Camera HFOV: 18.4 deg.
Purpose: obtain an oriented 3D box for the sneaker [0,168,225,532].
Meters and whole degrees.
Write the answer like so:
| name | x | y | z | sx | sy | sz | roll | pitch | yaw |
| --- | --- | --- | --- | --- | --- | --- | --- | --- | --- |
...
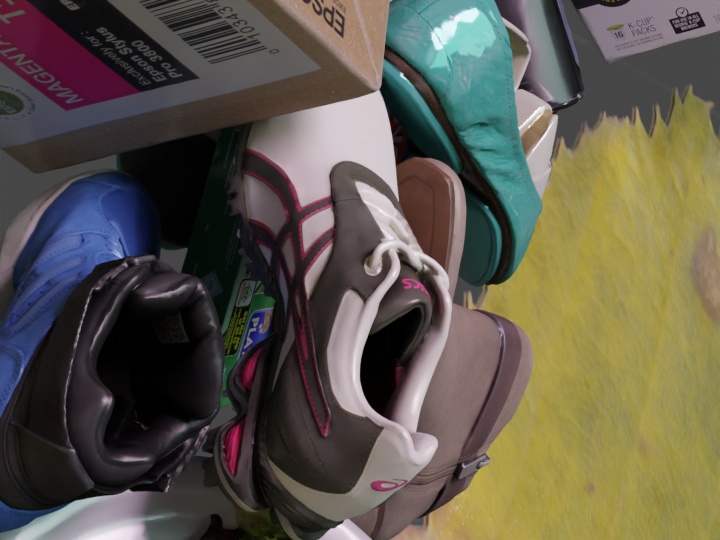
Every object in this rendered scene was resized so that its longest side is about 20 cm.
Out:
| name | x | y | z | sx | sy | sz | roll | pitch | yaw |
| --- | --- | --- | --- | --- | --- | --- | --- | --- | --- |
| sneaker | -0.087 | 0.020 | 0.813 | 0.077 | 0.111 | 0.200 | 64 | 30 | -22 |

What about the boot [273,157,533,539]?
| name | x | y | z | sx | sy | sz | roll | pitch | yaw |
| --- | --- | --- | --- | --- | --- | --- | --- | --- | --- |
| boot | 0.027 | 0.036 | 0.972 | 0.070 | 0.200 | 0.146 | 44 | 28 | 28 |

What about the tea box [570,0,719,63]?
| name | x | y | z | sx | sy | sz | roll | pitch | yaw |
| --- | --- | --- | --- | --- | --- | --- | --- | --- | --- |
| tea box | 0.213 | -0.264 | 1.406 | 0.197 | 0.200 | 0.134 | 56 | 34 | -31 |

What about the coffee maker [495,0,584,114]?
| name | x | y | z | sx | sy | sz | roll | pitch | yaw |
| --- | --- | --- | --- | --- | --- | --- | --- | --- | --- |
| coffee maker | 0.021 | -0.158 | 1.069 | 0.192 | 0.135 | 0.200 | -34 | 110 | -64 |

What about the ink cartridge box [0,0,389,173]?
| name | x | y | z | sx | sy | sz | roll | pitch | yaw |
| --- | --- | --- | --- | --- | --- | --- | --- | --- | --- |
| ink cartridge box | -0.107 | -0.121 | 0.783 | 0.200 | 0.165 | 0.075 | 38 | 48 | -49 |

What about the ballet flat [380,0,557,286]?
| name | x | y | z | sx | sy | sz | roll | pitch | yaw |
| --- | --- | --- | --- | --- | --- | --- | --- | --- | --- |
| ballet flat | 0.052 | -0.060 | 0.950 | 0.067 | 0.070 | 0.200 | 42 | -11 | 28 |

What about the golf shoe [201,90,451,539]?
| name | x | y | z | sx | sy | sz | roll | pitch | yaw |
| --- | --- | --- | --- | --- | --- | --- | --- | --- | --- |
| golf shoe | 0.000 | 0.000 | 0.826 | 0.077 | 0.088 | 0.200 | 24 | 58 | -39 |

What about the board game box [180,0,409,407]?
| name | x | y | z | sx | sy | sz | roll | pitch | yaw |
| --- | --- | --- | --- | --- | --- | --- | --- | --- | --- |
| board game box | -0.019 | -0.043 | 0.951 | 0.135 | 0.029 | 0.200 | -7 | 116 | -61 |

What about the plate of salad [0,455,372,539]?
| name | x | y | z | sx | sy | sz | roll | pitch | yaw |
| --- | --- | --- | --- | --- | --- | --- | --- | --- | --- |
| plate of salad | -0.053 | 0.154 | 0.783 | 0.200 | 0.048 | 0.200 | 10 | 59 | -17 |

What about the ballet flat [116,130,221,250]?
| name | x | y | z | sx | sy | sz | roll | pitch | yaw |
| --- | --- | --- | --- | --- | --- | --- | --- | --- | --- |
| ballet flat | -0.058 | -0.100 | 0.966 | 0.068 | 0.068 | 0.200 | 30 | 47 | -23 |
